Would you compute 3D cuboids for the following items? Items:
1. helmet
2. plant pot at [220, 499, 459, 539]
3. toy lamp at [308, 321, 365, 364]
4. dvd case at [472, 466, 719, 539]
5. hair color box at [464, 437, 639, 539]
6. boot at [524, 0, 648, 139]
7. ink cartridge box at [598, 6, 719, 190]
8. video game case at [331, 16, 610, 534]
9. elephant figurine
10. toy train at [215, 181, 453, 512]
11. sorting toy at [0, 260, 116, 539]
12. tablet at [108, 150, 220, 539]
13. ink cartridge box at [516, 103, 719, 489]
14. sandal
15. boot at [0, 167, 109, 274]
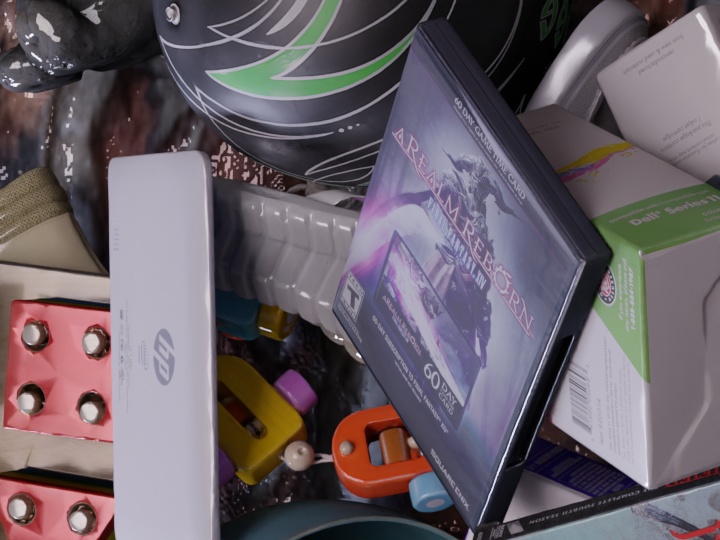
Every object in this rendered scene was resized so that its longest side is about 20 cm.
[{"bbox_3d":[0.001,-0.133,1.434,0.200,0.200,0.191,33,102,31],"label":"helmet"},{"bbox_3d":[-0.035,0.200,1.490,0.135,0.199,0.201,28,110,60],"label":"plant pot"},{"bbox_3d":[-0.019,0.020,1.536,0.200,0.058,0.058,35,111,30],"label":"toy lamp"},{"bbox_3d":[0.166,0.155,1.305,0.199,0.022,0.146,-18,111,23],"label":"dvd case"},{"bbox_3d":[0.144,0.168,1.384,0.199,0.065,0.110,23,106,18],"label":"hair color box"},{"bbox_3d":[0.120,-0.027,1.430,0.095,0.073,0.201,34,119,24],"label":"boot"},{"bbox_3d":[0.199,-0.016,1.324,0.067,0.117,0.201,-31,75,33],"label":"ink cartridge box"},{"bbox_3d":[0.045,0.006,1.302,0.143,0.019,0.200,57,150,29],"label":"video game case"},{"bbox_3d":[-0.163,-0.207,1.581,0.141,0.155,0.201,-15,91,58],"label":"elephant figurine"},{"bbox_3d":[-0.020,0.046,1.476,0.150,0.056,0.201,-16,62,-2],"label":"toy train"},{"bbox_3d":[-0.189,0.098,1.577,0.199,0.070,0.200,7,94,23],"label":"sorting toy"},{"bbox_3d":[-0.100,0.042,1.452,0.130,0.014,0.201,-179,88,-64],"label":"tablet"},{"bbox_3d":[0.096,0.001,1.297,0.200,0.067,0.118,34,136,53],"label":"ink cartridge box"},{"bbox_3d":[0.001,-0.006,1.432,0.202,0.050,0.083,23,131,17],"label":"sandal"},{"bbox_3d":[-0.206,0.055,1.661,0.200,0.073,0.156,-44,71,25],"label":"boot"}]
